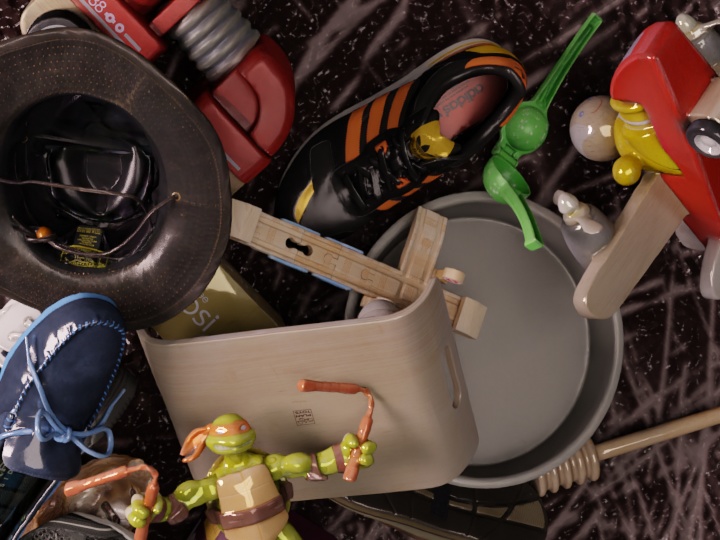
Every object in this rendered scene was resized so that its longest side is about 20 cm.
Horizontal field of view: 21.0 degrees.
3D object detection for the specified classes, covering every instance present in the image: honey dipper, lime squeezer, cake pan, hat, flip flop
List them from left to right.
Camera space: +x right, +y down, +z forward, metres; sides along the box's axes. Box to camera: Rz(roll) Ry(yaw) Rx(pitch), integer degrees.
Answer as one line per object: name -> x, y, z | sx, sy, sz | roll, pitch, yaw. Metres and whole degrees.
hat -> -0.160, -0.066, 1.179 | 0.199, 0.081, 0.202 | 5, 122, 8
flip flop -> 0.036, 0.152, 1.357 | 0.199, 0.058, 0.082 | 23, 58, -13
cake pan -> 0.081, 0.048, 1.333 | 0.199, 0.037, 0.202 | 1, 86, -13
lime squeezer -> 0.114, -0.089, 1.309 | 0.038, 0.071, 0.201 | 27, 56, -11
honey dipper -> 0.216, 0.118, 1.392 | 0.198, 0.038, 0.038 | -15, 103, -8

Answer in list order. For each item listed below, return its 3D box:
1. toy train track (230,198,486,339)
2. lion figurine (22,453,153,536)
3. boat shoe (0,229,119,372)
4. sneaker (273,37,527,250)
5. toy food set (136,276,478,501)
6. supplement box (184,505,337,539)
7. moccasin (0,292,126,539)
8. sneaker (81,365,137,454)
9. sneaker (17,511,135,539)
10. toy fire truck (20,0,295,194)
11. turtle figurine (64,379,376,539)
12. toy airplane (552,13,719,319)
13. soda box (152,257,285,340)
toy train track -> 0.000, 0.000, 1.260 | 0.199, 0.032, 0.116 | 22, 81, -23
lion figurine -> -0.194, 0.214, 1.325 | 0.122, 0.073, 0.201 | -20, 136, -26
boat shoe -> -0.210, 0.056, 1.236 | 0.074, 0.065, 0.200 | 42, 97, -11
sneaker -> 0.025, -0.083, 1.294 | 0.200, 0.090, 0.070 | -37, 104, -1
toy food set -> -0.033, 0.075, 1.256 | 0.198, 0.061, 0.144 | -7, 127, 12
supplement box -> -0.097, 0.262, 1.322 | 0.103, 0.131, 0.201 | 31, 94, -12
moccasin -> -0.192, 0.106, 1.195 | 0.080, 0.068, 0.201 | 10, 123, -32
sneaker -> -0.254, 0.107, 1.304 | 0.200, 0.060, 0.104 | -40, 107, 3
sneaker -> -0.139, 0.231, 1.210 | 0.200, 0.086, 0.080 | 42, 94, 7
toy fire truck -> -0.095, -0.165, 1.258 | 0.200, 0.129, 0.176 | -41, 104, 11
turtle figurine -> -0.076, 0.157, 1.213 | 0.199, 0.064, 0.163 | -17, 100, -14
toy airplane -> 0.208, -0.076, 1.307 | 0.140, 0.200, 0.201 | 20, 110, 29
soda box -> -0.137, -0.009, 1.295 | 0.064, 0.068, 0.200 | -43, 104, 2
